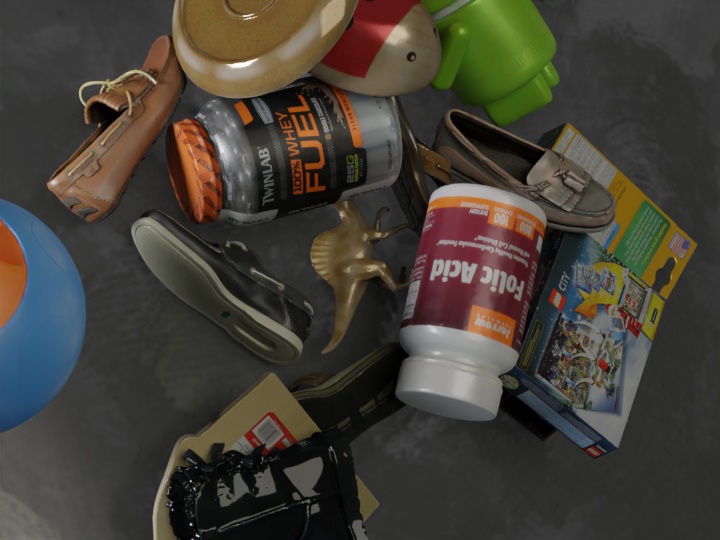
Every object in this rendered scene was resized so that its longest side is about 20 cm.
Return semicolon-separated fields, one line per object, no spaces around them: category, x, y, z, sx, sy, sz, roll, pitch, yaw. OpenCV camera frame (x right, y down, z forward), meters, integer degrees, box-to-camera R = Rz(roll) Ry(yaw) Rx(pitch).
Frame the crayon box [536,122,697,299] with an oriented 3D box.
crayon box;0.246;-0.041;1.808;0.200;0.052;0.126;41;63;-14

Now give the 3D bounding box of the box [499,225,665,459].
box;0.218;0.065;1.692;0.137;0.038;0.200;38;50;-15

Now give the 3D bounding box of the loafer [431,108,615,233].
loafer;0.163;-0.100;1.716;0.200;0.063;0.072;24;51;14

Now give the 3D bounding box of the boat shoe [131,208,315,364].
boat shoe;-0.126;0.005;1.590;0.200;0.072;0.068;39;57;-20

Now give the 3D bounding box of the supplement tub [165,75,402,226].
supplement tub;-0.072;-0.113;1.603;0.200;0.122;0.123;-17;87;-21

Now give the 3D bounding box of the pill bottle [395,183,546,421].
pill bottle;0.099;0.031;1.597;0.114;0.114;0.200;20;74;-23

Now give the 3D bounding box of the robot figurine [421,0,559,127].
robot figurine;0.117;-0.245;1.722;0.200;0.116;0.176;54;32;-18

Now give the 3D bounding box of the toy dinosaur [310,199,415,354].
toy dinosaur;0.000;0.000;1.675;0.101;0.058;0.200;7;67;-12

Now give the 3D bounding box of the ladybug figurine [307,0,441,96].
ladybug figurine;-0.014;-0.238;1.584;0.200;0.072;0.136;29;54;10

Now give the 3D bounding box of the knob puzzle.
knob puzzle;-0.106;0.218;1.556;0.219;0.030;0.220;-5;102;-25

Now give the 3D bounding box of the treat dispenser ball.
treat dispenser ball;-0.324;0.037;1.397;0.201;0.201;0.201;7;75;-27

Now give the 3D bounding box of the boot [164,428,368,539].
boot;-0.077;0.241;1.517;0.162;0.073;0.199;-14;99;-24

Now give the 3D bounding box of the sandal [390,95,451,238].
sandal;0.057;-0.110;1.678;0.055;0.082;0.200;-22;106;-11

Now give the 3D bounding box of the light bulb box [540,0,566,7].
light bulb box;0.174;-0.415;1.813;0.198;0.125;0.200;19;71;-24

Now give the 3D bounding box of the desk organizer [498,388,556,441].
desk organizer;0.144;0.082;1.714;0.200;0.072;0.077;37;66;-16

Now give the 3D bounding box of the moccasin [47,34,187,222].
moccasin;-0.221;-0.139;1.567;0.078;0.074;0.202;38;65;-20

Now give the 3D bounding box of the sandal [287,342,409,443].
sandal;-0.032;0.128;1.615;0.201;0.057;0.080;-25;117;-25

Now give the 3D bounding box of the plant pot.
plant pot;-0.091;-0.250;1.546;0.027;0.200;0.200;40;57;-54

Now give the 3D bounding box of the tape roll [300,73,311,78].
tape roll;-0.064;-0.277;1.685;0.202;0.071;0.203;6;76;-27
